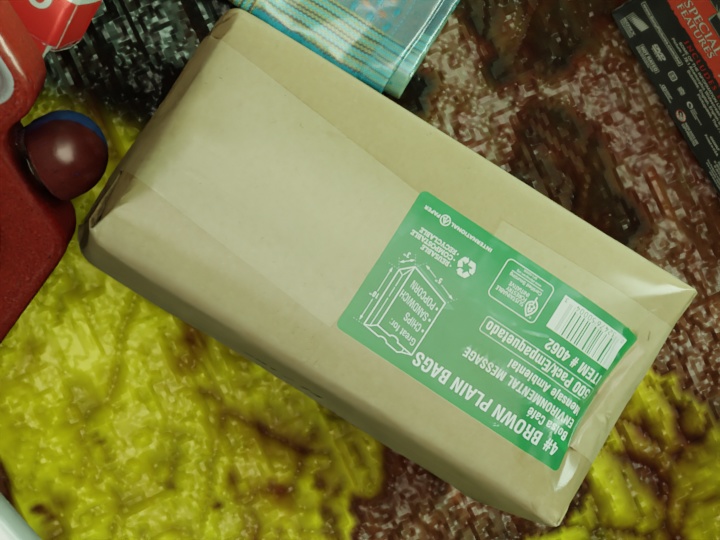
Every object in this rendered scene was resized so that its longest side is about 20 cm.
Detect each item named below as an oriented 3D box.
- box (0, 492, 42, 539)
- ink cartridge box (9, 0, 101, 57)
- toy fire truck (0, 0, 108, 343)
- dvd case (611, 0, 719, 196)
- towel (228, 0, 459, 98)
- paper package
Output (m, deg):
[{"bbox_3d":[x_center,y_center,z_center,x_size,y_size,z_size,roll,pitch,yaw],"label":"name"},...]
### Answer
[{"bbox_3d":[-0.156,0.184,0.935,0.152,0.106,0.200,-41,92,-6],"label":"box"},{"bbox_3d":[-0.139,-0.167,0.953,0.116,0.067,0.200,29,99,-1],"label":"ink cartridge box"},{"bbox_3d":[-0.188,-0.046,0.895,0.168,0.112,0.200,-23,113,19],"label":"toy fire truck"},{"bbox_3d":[0.191,-0.074,0.940,0.022,0.200,0.146,-32,91,-28],"label":"dvd case"},{"bbox_3d":[-0.030,-0.182,1.002,0.200,0.022,0.147,33,85,-4],"label":"towel"},{"bbox_3d":[0.000,0.000,0.916,0.200,0.191,0.104,32,86,-6],"label":"paper package"}]
